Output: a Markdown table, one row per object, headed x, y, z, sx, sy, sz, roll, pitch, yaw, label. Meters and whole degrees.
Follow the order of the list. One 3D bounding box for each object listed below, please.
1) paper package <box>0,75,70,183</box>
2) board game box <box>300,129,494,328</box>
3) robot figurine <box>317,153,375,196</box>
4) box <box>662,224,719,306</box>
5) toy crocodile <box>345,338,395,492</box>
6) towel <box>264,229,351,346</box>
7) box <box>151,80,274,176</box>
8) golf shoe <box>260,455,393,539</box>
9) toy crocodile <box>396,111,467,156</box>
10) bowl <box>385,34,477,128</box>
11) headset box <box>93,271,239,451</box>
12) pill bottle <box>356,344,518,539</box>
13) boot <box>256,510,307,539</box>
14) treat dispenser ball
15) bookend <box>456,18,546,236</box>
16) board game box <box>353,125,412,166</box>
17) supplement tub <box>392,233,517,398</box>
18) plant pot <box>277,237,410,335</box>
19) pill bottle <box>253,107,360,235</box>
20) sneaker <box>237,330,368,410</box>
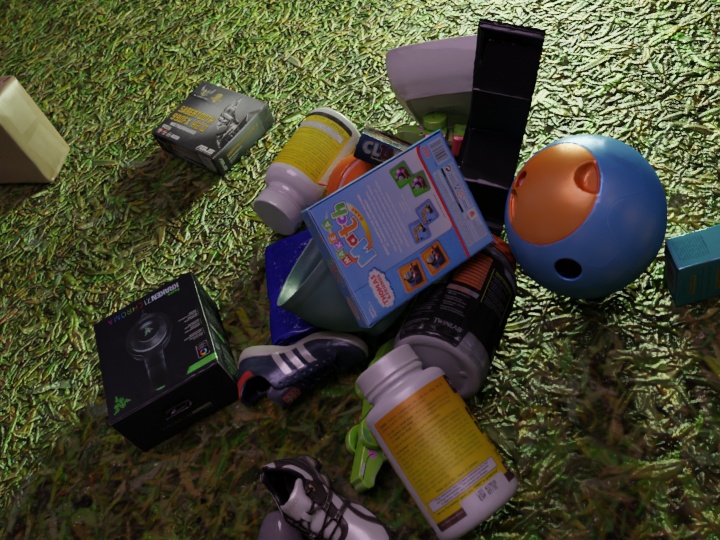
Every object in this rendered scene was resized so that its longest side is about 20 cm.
| x | y | z | sx | sy | sz | roll | pitch | yaw | label |
| --- | --- | --- | --- | --- | --- | --- | --- | --- | --- |
| -0.734 | -0.280 | 1.508 | 0.187 | 0.201 | 0.105 | 1 | 53 | 24 | paper package |
| 0.047 | -0.051 | 0.874 | 0.198 | 0.153 | 0.036 | -32 | 10 | -21 | board game box |
| 0.029 | -0.108 | 1.124 | 0.198 | 0.116 | 0.145 | 31 | 85 | 36 | robot figurine |
| 0.475 | -0.022 | 0.898 | 0.196 | 0.083 | 0.050 | -16 | 50 | 10 | box |
| 0.025 | 0.177 | 0.929 | 0.061 | 0.068 | 0.203 | 19 | 56 | -11 | toy crocodile |
| -0.075 | 0.018 | 1.108 | 0.145 | 0.050 | 0.203 | -17 | 49 | 7 | towel |
| -0.285 | -0.278 | 1.426 | 0.198 | 0.049 | 0.159 | 26 | 67 | 35 | box |
| -0.044 | 0.287 | 0.844 | 0.198 | 0.094 | 0.079 | 30 | 92 | 39 | golf shoe |
| 0.153 | -0.204 | 1.160 | 0.195 | 0.069 | 0.062 | 5 | 39 | 10 | toy crocodile |
| 0.147 | -0.287 | 1.180 | 0.195 | 0.200 | 0.076 | -1 | 78 | 21 | bowl |
| -0.279 | 0.134 | 1.069 | 0.172 | 0.093 | 0.202 | -28 | 49 | 0 | headset box |
| 0.079 | 0.188 | 0.828 | 0.108 | 0.109 | 0.202 | -33 | 75 | -7 | pill bottle |
| -0.113 | 0.346 | 0.809 | 0.068 | 0.133 | 0.203 | -9 | 51 | 15 | boot |
| 0.281 | -0.068 | 0.931 | 0.196 | 0.202 | 0.204 | -11 | 50 | 13 | treat dispenser ball |
| 0.176 | -0.187 | 1.003 | 0.090 | 0.200 | 0.204 | 13 | 68 | 11 | bookend |
| 0.060 | -0.163 | 1.061 | 0.133 | 0.035 | 0.200 | 22 | 14 | -4 | board game box |
| 0.128 | 0.051 | 0.941 | 0.120 | 0.124 | 0.201 | 8 | 46 | 26 | supplement tub |
| 0.000 | 0.000 | 0.973 | 0.201 | 0.133 | 0.201 | -52 | 12 | 15 | plant pot |
| -0.088 | -0.160 | 1.212 | 0.110 | 0.112 | 0.202 | 16 | 60 | 31 | pill bottle |
| -0.080 | 0.143 | 0.999 | 0.196 | 0.075 | 0.086 | -15 | 47 | 23 | sneaker |
